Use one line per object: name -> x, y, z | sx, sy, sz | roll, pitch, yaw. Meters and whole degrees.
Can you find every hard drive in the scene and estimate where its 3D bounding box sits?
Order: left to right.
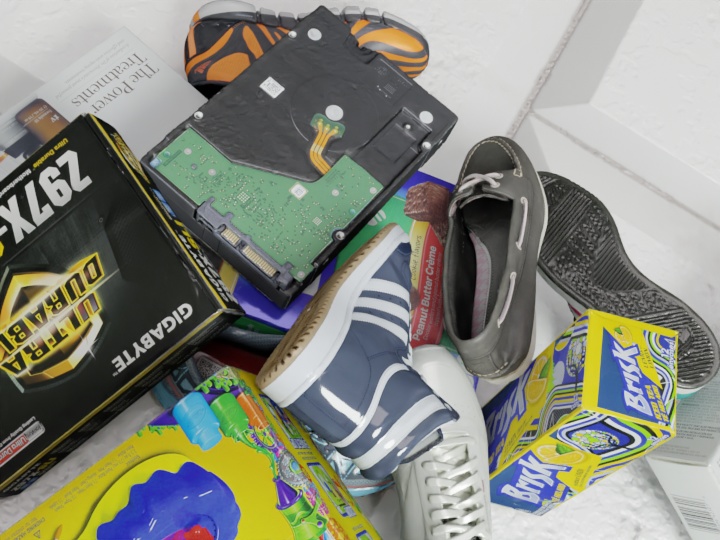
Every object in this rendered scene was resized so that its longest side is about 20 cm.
hard drive -> -0.041, -0.086, 0.760 | 0.140, 0.038, 0.200 | 39, 60, 5

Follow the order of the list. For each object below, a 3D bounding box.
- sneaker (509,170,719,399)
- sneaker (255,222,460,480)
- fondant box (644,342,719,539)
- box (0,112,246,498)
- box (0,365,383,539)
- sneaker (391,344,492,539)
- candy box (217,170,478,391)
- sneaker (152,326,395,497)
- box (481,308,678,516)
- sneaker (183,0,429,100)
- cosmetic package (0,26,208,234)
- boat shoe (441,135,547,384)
sneaker -> 0.180, 0.024, 0.813 | 0.083, 0.121, 0.200 | -33, 71, -15
sneaker -> 0.015, 0.051, 0.672 | 0.108, 0.070, 0.200 | 43, 32, -5
fondant box -> 0.311, 0.124, 0.802 | 0.200, 0.058, 0.145 | -45, 114, -28
box -> -0.199, 0.023, 0.685 | 0.200, 0.049, 0.160 | -37, 77, 6
box -> -0.088, 0.193, 0.607 | 0.200, 0.122, 0.193 | -37, 78, 0
sneaker -> 0.059, 0.149, 0.697 | 0.076, 0.080, 0.201 | -7, 93, -9
candy box -> 0.000, 0.000, 0.796 | 0.199, 0.077, 0.170 | 20, 60, -5
sneaker -> -0.049, 0.092, 0.725 | 0.199, 0.096, 0.080 | 22, 61, -5
box -> 0.134, 0.102, 0.713 | 0.064, 0.200, 0.070 | 16, 60, -8
sneaker -> -0.042, -0.150, 0.854 | 0.199, 0.078, 0.113 | 1, 54, -3
cosmetic package -> -0.193, -0.070, 0.790 | 0.151, 0.052, 0.200 | 42, 61, 3
boat shoe -> 0.090, -0.021, 0.742 | 0.057, 0.067, 0.201 | 40, 44, -45
